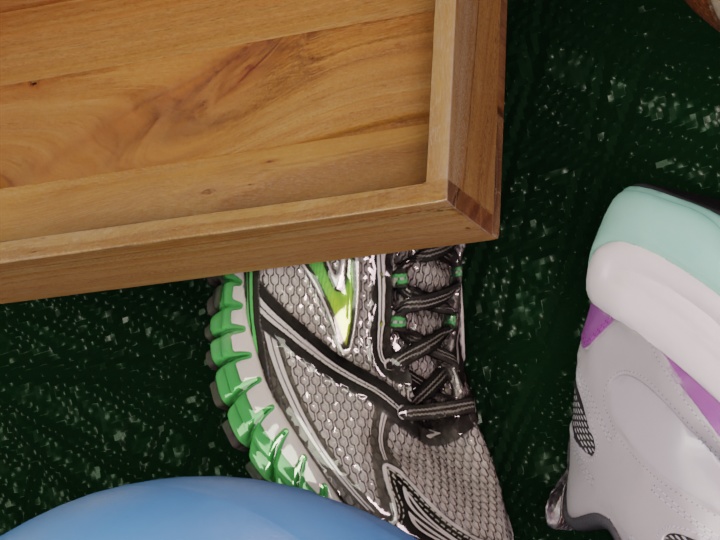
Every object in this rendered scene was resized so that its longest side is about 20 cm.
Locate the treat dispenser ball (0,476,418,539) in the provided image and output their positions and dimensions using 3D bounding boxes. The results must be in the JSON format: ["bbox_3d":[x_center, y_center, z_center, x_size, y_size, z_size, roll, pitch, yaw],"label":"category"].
[{"bbox_3d":[-0.039,0.153,0.736,0.200,0.201,0.201,-3,84,32],"label":"treat dispenser ball"}]

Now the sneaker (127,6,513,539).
[{"bbox_3d":[0.000,0.000,0.834,0.085,0.078,0.200,-30,70,26],"label":"sneaker"}]

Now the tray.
[{"bbox_3d":[-0.056,-0.047,0.825,0.200,0.037,0.099,-7,69,26],"label":"tray"}]

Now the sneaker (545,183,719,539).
[{"bbox_3d":[0.133,0.068,0.751,0.200,0.078,0.140,20,98,42],"label":"sneaker"}]

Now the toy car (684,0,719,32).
[{"bbox_3d":[0.092,-0.159,0.750,0.200,0.164,0.158,42,107,38],"label":"toy car"}]
